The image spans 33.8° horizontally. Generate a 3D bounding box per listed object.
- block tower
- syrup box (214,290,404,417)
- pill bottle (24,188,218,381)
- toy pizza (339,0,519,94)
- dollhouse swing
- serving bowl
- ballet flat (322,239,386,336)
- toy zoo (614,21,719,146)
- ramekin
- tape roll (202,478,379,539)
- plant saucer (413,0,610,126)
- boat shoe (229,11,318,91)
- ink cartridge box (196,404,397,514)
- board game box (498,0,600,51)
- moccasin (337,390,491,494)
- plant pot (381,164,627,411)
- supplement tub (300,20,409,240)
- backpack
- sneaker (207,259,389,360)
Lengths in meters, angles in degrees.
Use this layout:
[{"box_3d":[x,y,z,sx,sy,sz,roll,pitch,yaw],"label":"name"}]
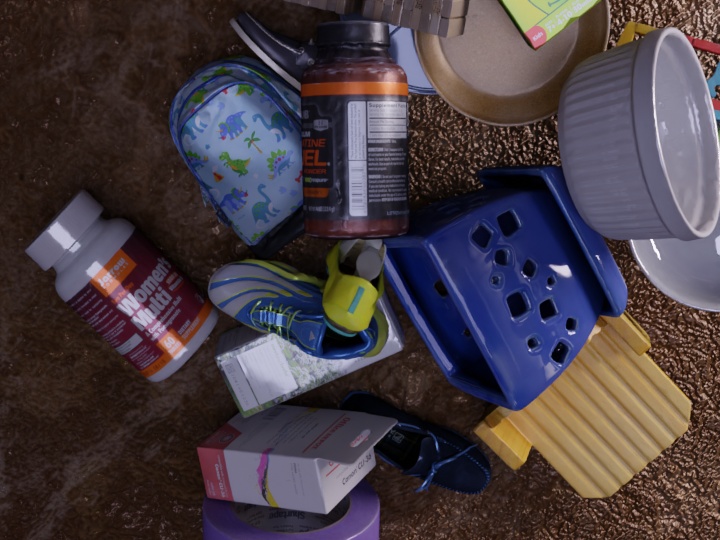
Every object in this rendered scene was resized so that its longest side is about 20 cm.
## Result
[{"box_3d":[0.007,-0.277,1.165,0.197,0.058,0.055,17,109,19],"label":"block tower"},{"box_3d":[-0.055,0.078,1.310,0.198,0.082,0.080,-24,105,5],"label":"syrup box"},{"box_3d":[-0.256,0.015,1.271,0.109,0.110,0.200,-42,105,11],"label":"pill bottle"},{"box_3d":[0.075,-0.284,1.223,0.197,0.032,0.204,0,107,0],"label":"toy pizza"},{"box_3d":[0.260,0.163,1.308,0.200,0.182,0.176,-43,84,11],"label":"dollhouse swing"},{"box_3d":[0.384,-0.058,1.271,0.197,0.066,0.204,0,90,13],"label":"serving bowl"},{"box_3d":[0.000,0.000,1.191,0.066,0.200,0.068,23,110,-6],"label":"ballet flat"},{"box_3d":[0.327,-0.178,1.236,0.197,0.020,0.133,18,97,12],"label":"toy zoo"},{"box_3d":[0.268,-0.124,1.144,0.104,0.200,0.203,-8,111,32],"label":"ramekin"},{"box_3d":[-0.077,0.294,1.317,0.196,0.200,0.086,0,108,-1],"label":"tape roll"},{"box_3d":[0.151,-0.249,1.198,0.197,0.036,0.204,0,107,-1],"label":"plant saucer"},{"box_3d":[-0.044,-0.212,1.225,0.199,0.073,0.063,36,100,-16],"label":"boat shoe"},{"box_3d":[-0.063,0.203,1.290,0.197,0.116,0.069,1,110,31],"label":"ink cartridge box"},{"box_3d":[0.148,-0.324,1.132,0.101,0.048,0.201,-36,104,10],"label":"board game box"},{"box_3d":[0.060,0.213,1.363,0.198,0.068,0.081,23,106,-8],"label":"moccasin"},{"box_3d":[0.147,0.002,1.222,0.179,0.200,0.202,-34,102,-12],"label":"plant pot"},{"box_3d":[-0.006,-0.133,1.135,0.105,0.107,0.204,-1,95,-1],"label":"supplement tub"},{"box_3d":[-0.108,-0.126,1.224,0.162,0.154,0.201,-32,94,16],"label":"backpack"},{"box_3d":[-0.066,0.040,1.209,0.197,0.105,0.077,14,96,2],"label":"sneaker"}]
